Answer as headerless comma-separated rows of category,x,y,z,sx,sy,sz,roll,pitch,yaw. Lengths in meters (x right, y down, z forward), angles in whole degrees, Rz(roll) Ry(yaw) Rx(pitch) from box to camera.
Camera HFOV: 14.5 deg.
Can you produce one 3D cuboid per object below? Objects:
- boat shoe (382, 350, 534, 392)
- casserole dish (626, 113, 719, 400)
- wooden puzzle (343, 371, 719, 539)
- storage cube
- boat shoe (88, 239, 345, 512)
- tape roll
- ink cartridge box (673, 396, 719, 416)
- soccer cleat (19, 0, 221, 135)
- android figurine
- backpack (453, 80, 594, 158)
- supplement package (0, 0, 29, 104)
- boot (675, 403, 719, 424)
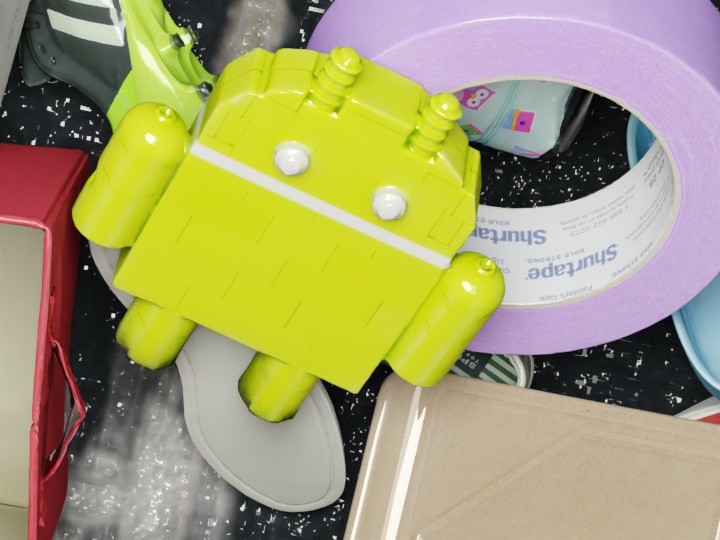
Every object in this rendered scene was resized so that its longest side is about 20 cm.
boat shoe,0.000,0.000,1.339,0.199,0.062,0.072,31,87,-4
casserole dish,0.194,-0.013,1.334,0.120,0.039,0.201,-10,59,-5
wooden puzzle,0.087,0.150,1.273,0.199,0.037,0.186,11,82,19
storage cube,-0.214,0.038,1.241,0.199,0.180,0.172,4,102,-1
boat shoe,-0.062,0.027,1.316,0.074,0.060,0.200,-20,122,22
tape roll,0.070,-0.054,1.244,0.199,0.066,0.201,1,134,1
ink cartridge box,0.126,0.139,1.363,0.199,0.039,0.100,-27,93,-4
soccer cleat,-0.136,-0.135,1.330,0.081,0.067,0.201,-29,87,18
android figurine,-0.026,-0.017,1.208,0.181,0.041,0.200,26,131,-13
backpack,0.070,-0.156,1.309,0.126,0.167,0.201,15,104,-6
supplement package,-0.248,-0.143,1.228,0.199,0.120,0.122,13,77,3
boot,0.217,0.092,1.282,0.199,0.144,0.073,-7,89,-11
